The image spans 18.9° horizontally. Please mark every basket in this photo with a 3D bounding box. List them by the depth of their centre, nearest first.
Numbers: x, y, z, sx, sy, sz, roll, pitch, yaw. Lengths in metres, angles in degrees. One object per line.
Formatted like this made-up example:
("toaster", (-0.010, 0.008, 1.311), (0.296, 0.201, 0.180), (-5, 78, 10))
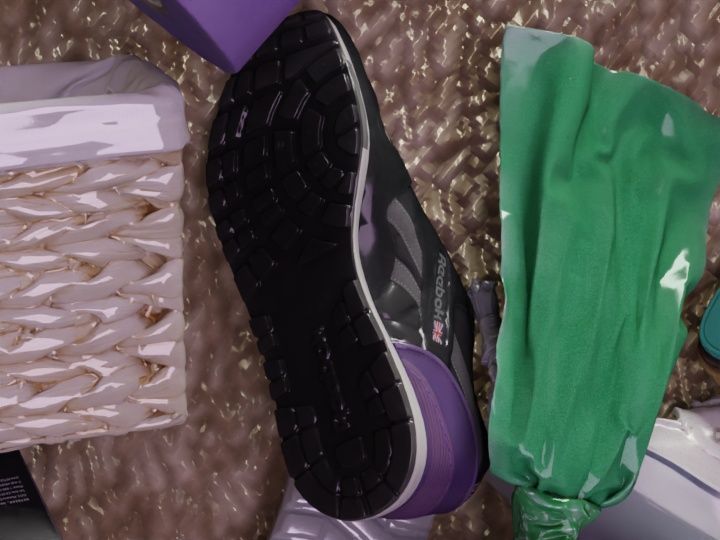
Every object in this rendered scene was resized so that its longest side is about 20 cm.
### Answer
("basket", (-0.162, -0.004, 0.776), (0.199, 0.136, 0.124), (-6, 102, -11))

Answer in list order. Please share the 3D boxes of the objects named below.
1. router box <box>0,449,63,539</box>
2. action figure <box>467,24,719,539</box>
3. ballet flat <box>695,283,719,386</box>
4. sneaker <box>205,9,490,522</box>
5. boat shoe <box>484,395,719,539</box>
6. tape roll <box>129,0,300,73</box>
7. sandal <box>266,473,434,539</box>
("router box", (-0.216, 0.143, 0.743), (0.199, 0.052, 0.157), (-8, 142, -34))
("action figure", (0.083, 0.019, 0.832), (0.118, 0.055, 0.201), (19, 69, -22))
("ballet flat", (0.206, -0.032, 0.890), (0.063, 0.069, 0.200), (35, 88, -41))
("sneaker", (0.000, 0.000, 0.844), (0.076, 0.087, 0.201), (-18, 75, 32))
("boat shoe", (0.146, 0.088, 0.887), (0.199, 0.071, 0.070), (21, 59, -2))
("tape roll", (-0.089, -0.164, 0.735), (0.200, 0.200, 0.085), (42, 88, -13))
("sandal", (-0.020, 0.140, 0.864), (0.082, 0.050, 0.203), (29, 76, -10))
